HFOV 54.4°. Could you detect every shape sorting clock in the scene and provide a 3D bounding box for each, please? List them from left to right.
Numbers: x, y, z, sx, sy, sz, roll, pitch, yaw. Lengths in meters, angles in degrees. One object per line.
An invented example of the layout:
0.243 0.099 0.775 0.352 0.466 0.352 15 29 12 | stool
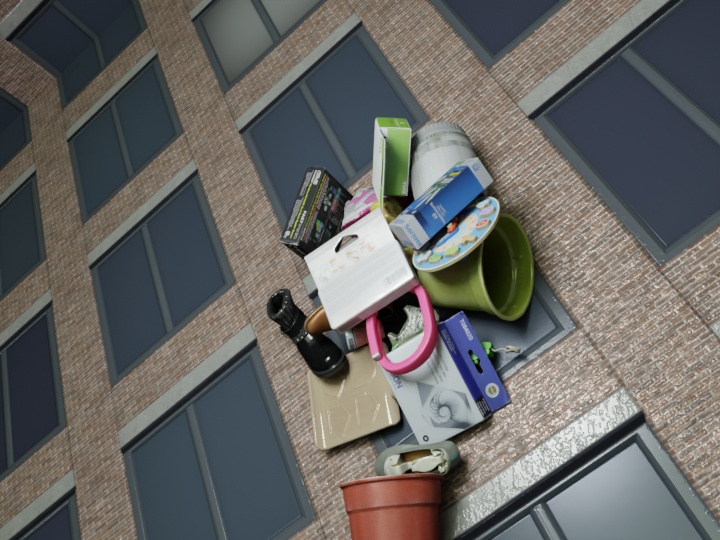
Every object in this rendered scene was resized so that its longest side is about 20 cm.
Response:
0.178 -0.072 1.325 0.198 0.039 0.201 -39 18 15 | shape sorting clock

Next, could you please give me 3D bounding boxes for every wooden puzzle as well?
-0.013 0.271 1.502 0.196 0.046 0.190 -22 57 18 | wooden puzzle

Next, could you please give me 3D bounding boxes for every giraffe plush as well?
0.062 -0.040 1.559 0.162 0.172 0.201 -44 84 18 | giraffe plush

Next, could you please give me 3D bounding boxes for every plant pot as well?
0.064 0.480 1.258 0.196 0.200 0.201 -15 67 26 | plant pot
0.220 0.002 1.402 0.181 0.199 0.206 -8 61 43 | plant pot

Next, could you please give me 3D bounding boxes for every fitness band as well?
0.079 0.106 1.371 0.141 0.037 0.204 -29 45 20 | fitness band

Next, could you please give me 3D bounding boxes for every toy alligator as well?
0.219 0.165 1.385 0.196 0.059 0.056 7 70 36 | toy alligator

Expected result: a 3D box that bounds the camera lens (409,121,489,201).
0.187 -0.197 1.526 0.157 0.160 0.205 -24 55 20 | camera lens

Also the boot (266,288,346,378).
-0.124 0.136 1.534 0.079 0.160 0.210 -39 30 -15 | boot

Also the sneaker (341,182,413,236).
0.034 -0.166 1.665 0.196 0.081 0.090 -25 55 19 | sneaker

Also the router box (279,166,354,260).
-0.100 -0.123 1.688 0.061 0.149 0.205 7 70 36 | router box

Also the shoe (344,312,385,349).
-0.003 0.090 1.574 0.088 0.073 0.202 -14 40 -4 | shoe

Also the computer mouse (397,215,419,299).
0.109 -0.018 1.445 0.033 0.205 0.058 -8 18 36 | computer mouse

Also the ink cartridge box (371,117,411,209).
0.071 -0.228 1.494 0.073 0.152 0.201 0 24 -5 | ink cartridge box

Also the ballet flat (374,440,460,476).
0.096 0.367 1.336 0.196 0.063 0.069 -21 86 31 | ballet flat

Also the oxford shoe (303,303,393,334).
-0.024 0.095 1.472 0.195 0.072 0.072 -20 46 -8 | oxford shoe

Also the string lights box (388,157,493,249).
0.154 -0.129 1.358 0.199 0.059 0.103 -42 12 -6 | string lights box

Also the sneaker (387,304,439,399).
0.090 0.161 1.433 0.086 0.077 0.205 20 90 -5 | sneaker

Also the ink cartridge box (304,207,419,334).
0.000 0.000 1.424 0.197 0.045 0.179 -32 61 13 | ink cartridge box

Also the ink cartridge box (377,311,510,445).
0.159 0.215 1.357 0.197 0.040 0.203 -32 81 16 | ink cartridge box
